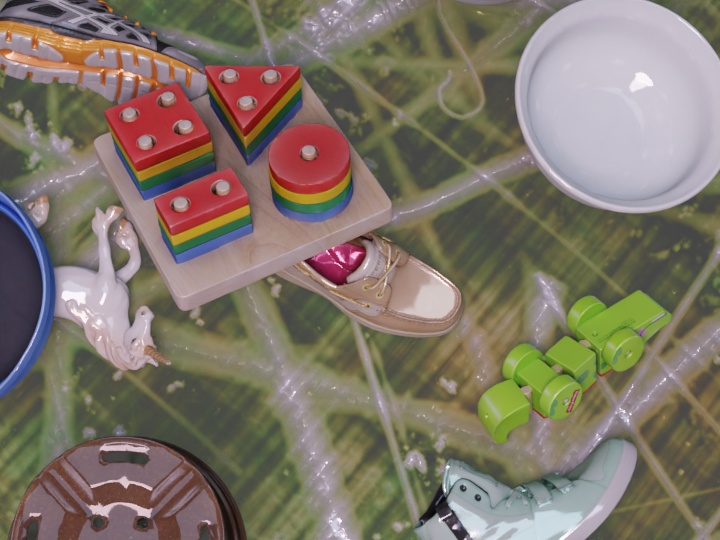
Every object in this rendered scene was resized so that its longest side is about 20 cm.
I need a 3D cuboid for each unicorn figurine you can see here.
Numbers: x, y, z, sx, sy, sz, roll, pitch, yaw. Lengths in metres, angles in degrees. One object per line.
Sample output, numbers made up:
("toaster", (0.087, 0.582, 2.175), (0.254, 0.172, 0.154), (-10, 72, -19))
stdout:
("unicorn figurine", (-0.236, 0.012, 1.118), (0.198, 0.074, 0.139), (4, 75, 10))

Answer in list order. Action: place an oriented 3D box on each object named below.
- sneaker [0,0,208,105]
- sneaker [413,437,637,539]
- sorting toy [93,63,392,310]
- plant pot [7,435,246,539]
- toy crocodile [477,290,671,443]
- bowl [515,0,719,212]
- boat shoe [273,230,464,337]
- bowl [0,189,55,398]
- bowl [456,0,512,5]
("sneaker", (-0.227, -0.201, 1.168), (0.198, 0.078, 0.078), (15, 56, -10))
("sneaker", (0.137, 0.184, 1.115), (0.200, 0.074, 0.118), (-42, 91, -13))
("sorting toy", (-0.103, -0.094, 1.114), (0.197, 0.070, 0.201), (-24, 54, -15))
("plant pot", (-0.180, 0.212, 1.001), (0.198, 0.198, 0.203), (2, 75, -7))
("toy crocodile", (0.189, 0.082, 1.161), (0.199, 0.062, 0.067), (-33, 47, -20))
("bowl", (0.227, -0.137, 1.198), (0.199, 0.090, 0.203), (2, 75, -8))
("boat shoe", (0.000, 0.000, 1.148), (0.198, 0.069, 0.074), (21, 73, -2))
("bowl", (-0.340, 0.023, 1.078), (0.198, 0.039, 0.203), (-2, 80, 12))
("bowl", (0.111, -0.328, 1.238), (0.199, 0.090, 0.203), (2, 76, -8))
